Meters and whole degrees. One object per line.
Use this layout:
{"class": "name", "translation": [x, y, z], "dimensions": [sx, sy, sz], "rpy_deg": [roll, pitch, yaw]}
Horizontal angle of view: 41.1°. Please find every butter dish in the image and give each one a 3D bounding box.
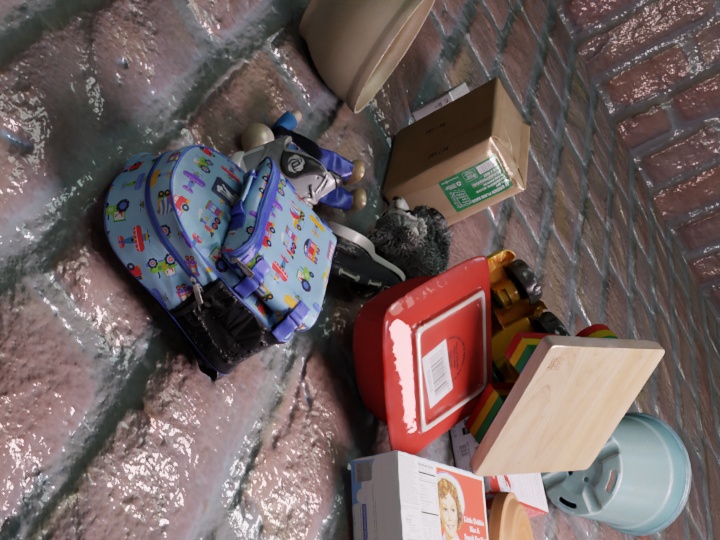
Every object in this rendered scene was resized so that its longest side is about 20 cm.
{"class": "butter dish", "translation": [0.056, 0.089, 1.145], "dimensions": [0.198, 0.146, 0.204], "rpy_deg": [-26, 121, -42]}

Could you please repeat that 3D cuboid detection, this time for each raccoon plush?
{"class": "raccoon plush", "translation": [0.081, -0.004, 1.291], "dimensions": [0.202, 0.096, 0.134], "rpy_deg": [63, 22, -5]}

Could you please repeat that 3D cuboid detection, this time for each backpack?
{"class": "backpack", "translation": [-0.134, -0.033, 0.900], "dimensions": [0.201, 0.133, 0.184], "rpy_deg": [50, 30, -23]}

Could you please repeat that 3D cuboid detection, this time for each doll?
{"class": "doll", "translation": [-0.073, -0.135, 1.181], "dimensions": [0.198, 0.048, 0.139], "rpy_deg": [18, 62, -48]}

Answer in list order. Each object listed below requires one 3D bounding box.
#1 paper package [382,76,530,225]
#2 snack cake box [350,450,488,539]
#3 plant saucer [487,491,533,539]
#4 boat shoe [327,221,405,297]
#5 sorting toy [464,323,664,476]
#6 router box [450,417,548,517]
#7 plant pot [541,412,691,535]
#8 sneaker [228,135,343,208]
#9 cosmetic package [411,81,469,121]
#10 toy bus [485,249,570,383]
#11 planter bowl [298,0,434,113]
{"class": "paper package", "translation": [0.145, -0.166, 1.439], "dimensions": [0.104, 0.198, 0.192], "rpy_deg": [50, 32, -26]}
{"class": "snack cake box", "translation": [0.071, 0.280, 1.084], "dimensions": [0.199, 0.066, 0.117], "rpy_deg": [29, 51, -50]}
{"class": "plant saucer", "translation": [0.195, 0.384, 1.211], "dimensions": [0.200, 0.032, 0.205], "rpy_deg": [-6, 90, -70]}
{"class": "boat shoe", "translation": [0.000, 0.000, 1.194], "dimensions": [0.061, 0.073, 0.200], "rpy_deg": [-64, 158, -6]}
{"class": "sorting toy", "translation": [0.238, 0.150, 1.169], "dimensions": [0.196, 0.202, 0.070], "rpy_deg": [5, 33, -34]}
{"class": "router box", "translation": [0.189, 0.237, 1.364], "dimensions": [0.179, 0.048, 0.203], "rpy_deg": [31, 43, -49]}
{"class": "plant pot", "translation": [0.399, 0.321, 1.544], "dimensions": [0.194, 0.199, 0.204], "rpy_deg": [17, 53, -46]}
{"class": "sneaker", "translation": [-0.060, -0.055, 1.052], "dimensions": [0.075, 0.114, 0.203], "rpy_deg": [-79, 144, -87]}
{"class": "cosmetic package", "translation": [0.181, -0.213, 1.666], "dimensions": [0.203, 0.084, 0.108], "rpy_deg": [63, 28, -7]}
{"class": "toy bus", "translation": [0.183, 0.070, 1.298], "dimensions": [0.202, 0.134, 0.192], "rpy_deg": [59, 0, -11]}
{"class": "planter bowl", "translation": [-0.003, -0.344, 1.351], "dimensions": [0.134, 0.201, 0.200], "rpy_deg": [36, 29, 2]}
